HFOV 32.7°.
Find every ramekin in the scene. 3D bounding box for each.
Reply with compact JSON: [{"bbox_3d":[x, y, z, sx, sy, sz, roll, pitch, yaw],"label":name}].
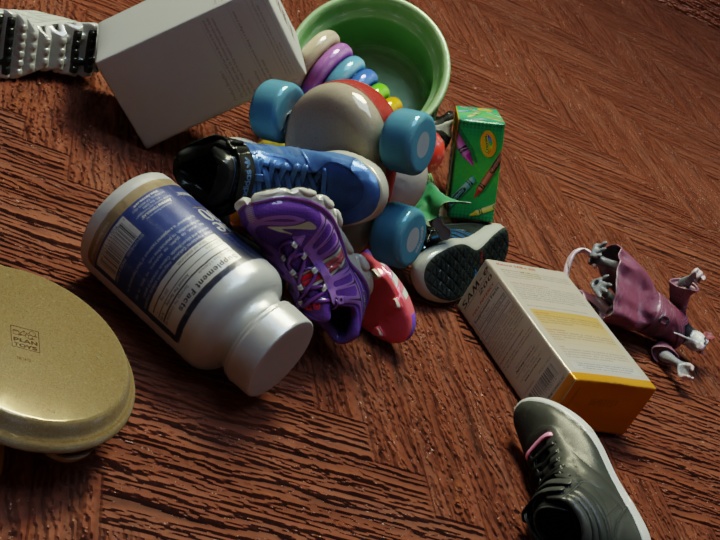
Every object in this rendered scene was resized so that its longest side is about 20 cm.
[{"bbox_3d":[0.009,-0.228,1.503,0.200,0.200,0.098,36,-15,13],"label":"ramekin"}]

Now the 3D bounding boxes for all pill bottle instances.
[{"bbox_3d":[-0.139,0.014,1.064,0.200,0.111,0.111,40,28,18],"label":"pill bottle"}]

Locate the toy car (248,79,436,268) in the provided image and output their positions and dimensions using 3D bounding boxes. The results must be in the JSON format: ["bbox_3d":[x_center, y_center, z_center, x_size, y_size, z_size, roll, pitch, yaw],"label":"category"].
[{"bbox_3d":[0.012,-0.113,1.248,0.183,0.178,0.200,16,22,27],"label":"toy car"}]

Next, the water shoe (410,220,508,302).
[{"bbox_3d":[0.098,-0.012,1.417,0.079,0.072,0.200,12,18,31],"label":"water shoe"}]

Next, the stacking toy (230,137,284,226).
[{"bbox_3d":[-0.090,-0.097,1.335,0.115,0.110,0.200,19,36,13],"label":"stacking toy"}]

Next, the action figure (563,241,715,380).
[{"bbox_3d":[0.357,0.060,1.533,0.199,0.135,0.149,33,-19,-22],"label":"action figure"}]

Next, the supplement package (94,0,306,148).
[{"bbox_3d":[-0.176,-0.244,1.346,0.118,0.199,0.117,-105,170,-54],"label":"supplement package"}]

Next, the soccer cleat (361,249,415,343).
[{"bbox_3d":[0.000,0.000,1.284,0.200,0.067,0.076,43,25,30],"label":"soccer cleat"}]

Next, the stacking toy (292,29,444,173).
[{"bbox_3d":[0.015,-0.184,1.399,0.200,0.086,0.085,39,28,7],"label":"stacking toy"}]

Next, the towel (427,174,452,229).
[{"bbox_3d":[0.041,-0.114,1.561,0.152,0.023,0.200,18,29,-23],"label":"towel"}]

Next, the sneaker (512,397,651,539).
[{"bbox_3d":[0.179,0.190,1.121,0.099,0.071,0.200,11,36,-42],"label":"sneaker"}]

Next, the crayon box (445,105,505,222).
[{"bbox_3d":[0.142,-0.137,1.533,0.058,0.120,0.200,6,12,2],"label":"crayon box"}]

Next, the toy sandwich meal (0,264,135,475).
[{"bbox_3d":[-0.264,0.071,0.901,0.204,0.070,0.206,27,28,-16],"label":"toy sandwich meal"}]

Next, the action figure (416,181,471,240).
[{"bbox_3d":[0.043,-0.084,1.414,0.117,0.055,0.200,-19,30,-7],"label":"action figure"}]

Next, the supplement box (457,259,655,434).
[{"bbox_3d":[0.210,0.082,1.334,0.125,0.074,0.200,9,33,-34],"label":"supplement box"}]

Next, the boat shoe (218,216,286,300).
[{"bbox_3d":[-0.147,-0.034,1.183,0.199,0.071,0.072,35,27,10],"label":"boat shoe"}]

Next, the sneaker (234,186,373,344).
[{"bbox_3d":[-0.043,-0.002,1.106,0.200,0.080,0.084,49,34,-44],"label":"sneaker"}]

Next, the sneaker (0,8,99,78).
[{"bbox_3d":[-0.377,-0.256,1.351,0.081,0.076,0.199,31,21,35],"label":"sneaker"}]

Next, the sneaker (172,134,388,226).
[{"bbox_3d":[-0.081,-0.080,1.124,0.199,0.077,0.111,17,18,26],"label":"sneaker"}]

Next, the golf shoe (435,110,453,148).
[{"bbox_3d":[0.031,-0.215,1.595,0.199,0.092,0.073,31,24,7],"label":"golf shoe"}]
